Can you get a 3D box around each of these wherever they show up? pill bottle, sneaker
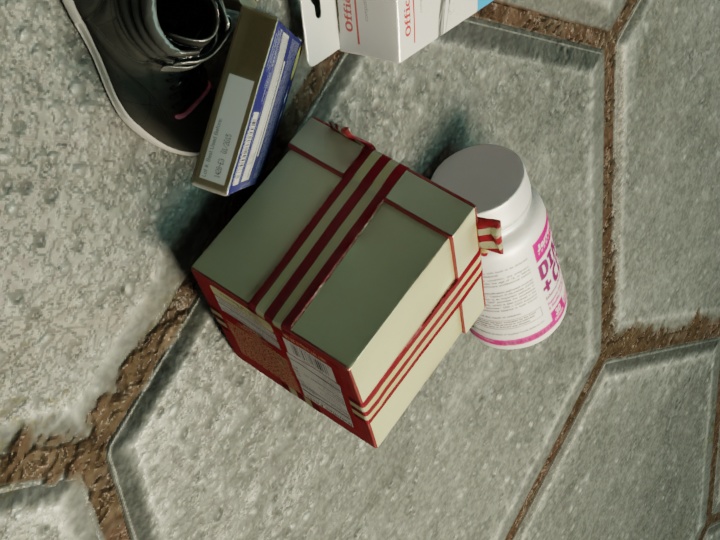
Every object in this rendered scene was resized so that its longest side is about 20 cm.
[{"bbox_3d":[0.138,-0.022,1.187,0.114,0.113,0.201,-50,141,-23],"label":"pill bottle"},{"bbox_3d":[-0.124,-0.140,0.797,0.071,0.099,0.201,-53,143,-22],"label":"sneaker"}]

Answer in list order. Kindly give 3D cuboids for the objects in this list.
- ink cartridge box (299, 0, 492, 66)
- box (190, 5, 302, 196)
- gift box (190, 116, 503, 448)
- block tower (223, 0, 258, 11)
[{"bbox_3d":[0.036,-0.248,0.965,0.200,0.066,0.117,-40,137,-40],"label":"ink cartridge box"},{"bbox_3d":[-0.079,-0.121,0.864,0.200,0.032,0.122,-65,172,-83],"label":"box"},{"bbox_3d":[0.000,0.000,0.934,0.187,0.184,0.200,-51,161,-20],"label":"gift box"},{"bbox_3d":[-0.059,-0.285,0.843,0.201,0.058,0.054,-62,145,-10],"label":"block tower"}]
